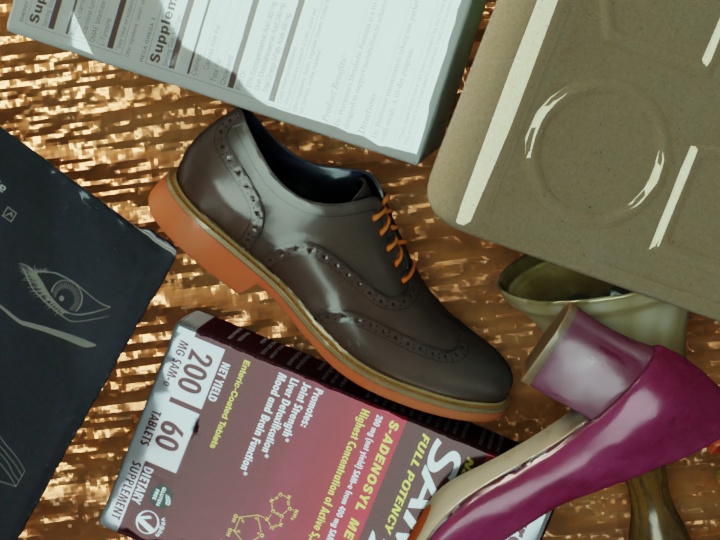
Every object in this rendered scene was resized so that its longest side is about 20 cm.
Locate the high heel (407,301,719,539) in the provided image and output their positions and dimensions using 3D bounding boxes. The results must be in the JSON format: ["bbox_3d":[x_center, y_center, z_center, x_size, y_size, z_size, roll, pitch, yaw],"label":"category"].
[{"bbox_3d":[0.084,0.116,1.258,0.096,0.067,0.200,32,113,-3],"label":"high heel"}]

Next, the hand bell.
[{"bbox_3d":[0.134,0.089,1.320,0.104,0.104,0.200,-10,107,7],"label":"hand bell"}]

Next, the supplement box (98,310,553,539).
[{"bbox_3d":[-0.012,0.108,1.337,0.200,0.061,0.109,22,97,3],"label":"supplement box"}]

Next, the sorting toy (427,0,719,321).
[{"bbox_3d":[0.150,-0.079,1.224,0.200,0.036,0.185,20,98,-11],"label":"sorting toy"}]

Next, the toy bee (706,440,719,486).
[{"bbox_3d":[0.205,0.118,1.280,0.131,0.200,0.109,-14,51,-8],"label":"toy bee"}]

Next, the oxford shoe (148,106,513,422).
[{"bbox_3d":[0.000,0.000,1.303,0.200,0.071,0.073,34,111,-15],"label":"oxford shoe"}]

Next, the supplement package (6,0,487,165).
[{"bbox_3d":[-0.046,-0.134,1.291,0.200,0.114,0.110,18,98,4],"label":"supplement package"}]

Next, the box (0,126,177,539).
[{"bbox_3d":[-0.225,0.024,1.255,0.197,0.117,0.200,37,65,-20],"label":"box"}]
